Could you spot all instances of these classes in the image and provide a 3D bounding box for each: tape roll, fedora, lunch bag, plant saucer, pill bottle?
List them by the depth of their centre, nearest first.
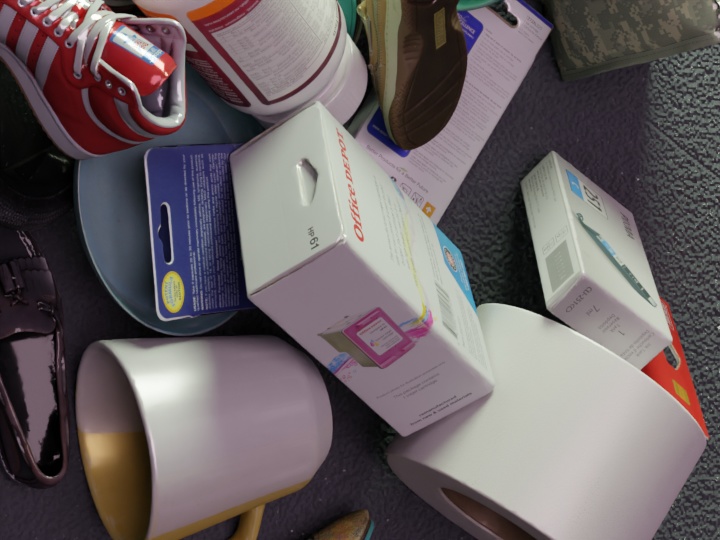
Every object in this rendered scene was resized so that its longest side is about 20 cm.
[{"bbox_3d":[-0.255,-0.127,1.268,0.200,0.091,0.201,-8,99,-58],"label":"fedora"},{"bbox_3d":[-0.075,-0.176,1.294,0.110,0.109,0.200,-60,146,-12],"label":"pill bottle"},{"bbox_3d":[-0.135,-0.054,1.333,0.200,0.027,0.201,4,85,-50],"label":"plant saucer"},{"bbox_3d":[0.139,0.136,1.399,0.203,0.203,0.139,39,76,-19],"label":"tape roll"},{"bbox_3d":[0.219,-0.245,1.431,0.117,0.200,0.165,-22,98,-22],"label":"lunch bag"}]

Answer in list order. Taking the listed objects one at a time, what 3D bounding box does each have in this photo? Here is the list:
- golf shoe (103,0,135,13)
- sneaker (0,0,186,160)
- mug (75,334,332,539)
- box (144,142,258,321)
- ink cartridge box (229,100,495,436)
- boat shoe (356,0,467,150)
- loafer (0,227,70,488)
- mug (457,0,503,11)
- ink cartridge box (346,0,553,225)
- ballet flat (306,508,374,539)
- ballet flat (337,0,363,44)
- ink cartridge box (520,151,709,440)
[{"bbox_3d":[-0.114,-0.241,1.343,0.200,0.092,0.073,-32,100,-23],"label":"golf shoe"},{"bbox_3d":[-0.184,-0.157,1.173,0.200,0.112,0.071,54,48,-31],"label":"sneaker"},{"bbox_3d":[-0.111,0.119,1.337,0.153,0.187,0.150,-10,66,-27],"label":"mug"},{"bbox_3d":[-0.089,-0.031,1.341,0.200,0.032,0.122,-6,93,-53],"label":"box"},{"bbox_3d":[0.000,0.000,1.318,0.084,0.145,0.200,-29,133,17],"label":"ink cartridge box"},{"bbox_3d":[0.031,-0.175,1.352,0.072,0.076,0.200,-32,148,-26],"label":"boat shoe"},{"bbox_3d":[-0.233,0.055,1.308,0.072,0.063,0.201,-12,95,-24],"label":"loafer"},{"bbox_3d":[0.077,-0.283,1.381,0.114,0.185,0.152,-30,148,-54],"label":"mug"},{"bbox_3d":[0.062,-0.135,1.452,0.095,0.037,0.200,35,79,-19],"label":"ink cartridge box"},{"bbox_3d":[-0.058,0.259,1.391,0.071,0.071,0.200,30,79,-21],"label":"ballet flat"},{"bbox_3d":[-0.034,-0.239,1.362,0.069,0.069,0.200,-37,145,-19],"label":"ballet flat"},{"bbox_3d":[0.206,0.015,1.437,0.176,0.200,0.045,37,113,-20],"label":"ink cartridge box"}]
